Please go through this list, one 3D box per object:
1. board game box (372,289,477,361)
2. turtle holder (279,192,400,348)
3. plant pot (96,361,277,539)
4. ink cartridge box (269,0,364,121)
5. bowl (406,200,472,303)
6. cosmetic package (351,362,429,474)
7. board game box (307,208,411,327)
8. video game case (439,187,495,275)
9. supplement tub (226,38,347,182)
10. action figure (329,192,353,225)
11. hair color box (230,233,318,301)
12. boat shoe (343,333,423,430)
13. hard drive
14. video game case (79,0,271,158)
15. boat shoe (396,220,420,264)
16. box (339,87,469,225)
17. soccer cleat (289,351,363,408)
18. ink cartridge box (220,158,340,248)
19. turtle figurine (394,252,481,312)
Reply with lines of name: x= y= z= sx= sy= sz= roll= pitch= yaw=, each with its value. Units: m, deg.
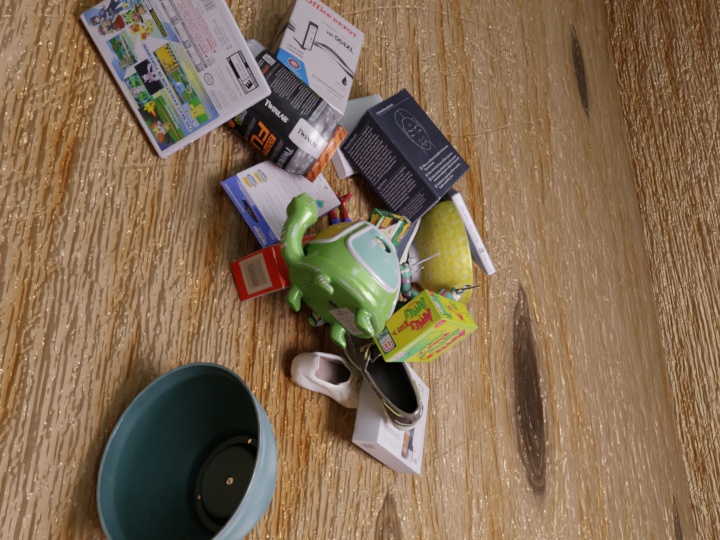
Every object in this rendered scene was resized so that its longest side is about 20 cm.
board game box: x=0.101 y=0.089 z=0.797 sx=0.048 sy=0.101 sz=0.199 roll=58 pitch=16 yaw=22
turtle holder: x=-0.029 y=-0.002 z=0.711 sx=0.182 sy=0.142 sz=0.134 roll=31 pitch=62 yaw=7
plant pot: x=-0.174 y=0.230 z=0.610 sx=0.135 sy=0.193 sz=0.206 roll=61 pitch=36 yaw=-53
ink cartridge box: x=-0.085 y=-0.365 z=0.937 sx=0.143 sy=0.084 sz=0.206 roll=25 pitch=60 yaw=-25
bowl: x=0.141 y=-0.027 z=1.057 sx=0.103 sy=0.200 sz=0.208 roll=-9 pitch=82 yaw=-4
cosmetic package: x=0.058 y=0.238 z=0.896 sx=0.201 sy=0.050 sz=0.156 roll=51 pitch=40 yaw=-50
board game box: x=0.000 y=0.000 z=0.829 sx=0.023 sy=0.203 sz=0.104 roll=39 pitch=19 yaw=23
video game case: x=0.215 y=-0.100 z=1.145 sx=0.186 sy=0.023 sz=0.201 roll=61 pitch=4 yaw=-18
supplement tub: x=-0.122 y=-0.236 z=0.812 sx=0.198 sy=0.122 sz=0.124 roll=37 pitch=51 yaw=-10
action figure: x=0.000 y=-0.041 z=0.937 sx=0.064 sy=0.097 sz=0.208 roll=-8 pitch=85 yaw=-46
hair color box: x=-0.086 y=-0.015 z=0.821 sx=0.197 sy=0.109 sz=0.066 roll=-21 pitch=93 yaw=-47
boat shoe: x=0.030 y=0.138 z=0.801 sx=0.070 sy=0.061 sz=0.205 roll=-26 pitch=67 yaw=-16
hard drive: x=0.000 y=-0.270 z=1.059 sx=0.198 sy=0.026 sz=0.136 roll=-31 pitch=100 yaw=-47
video game case: x=-0.243 y=-0.288 z=0.717 sx=0.205 sy=0.178 sz=0.022 roll=61 pitch=-1 yaw=-12
boat shoe: x=0.062 y=-0.072 z=1.026 sx=0.061 sy=0.074 sz=0.205 roll=34 pitch=64 yaw=-27
box: x=0.084 y=-0.210 z=0.996 sx=0.202 sy=0.107 sz=0.148 roll=50 pitch=45 yaw=-1
soccer cleat: x=-0.025 y=0.176 z=0.850 sx=0.197 sy=0.076 sz=0.072 roll=26 pitch=59 yaw=-40
ink cartridge box: x=-0.127 y=-0.116 z=0.851 sx=0.121 sy=0.042 sz=0.199 roll=56 pitch=41 yaw=-4
turtle figurine: x=0.105 y=0.050 z=0.941 sx=0.148 sy=0.196 sz=0.104 roll=36 pitch=53 yaw=-33
